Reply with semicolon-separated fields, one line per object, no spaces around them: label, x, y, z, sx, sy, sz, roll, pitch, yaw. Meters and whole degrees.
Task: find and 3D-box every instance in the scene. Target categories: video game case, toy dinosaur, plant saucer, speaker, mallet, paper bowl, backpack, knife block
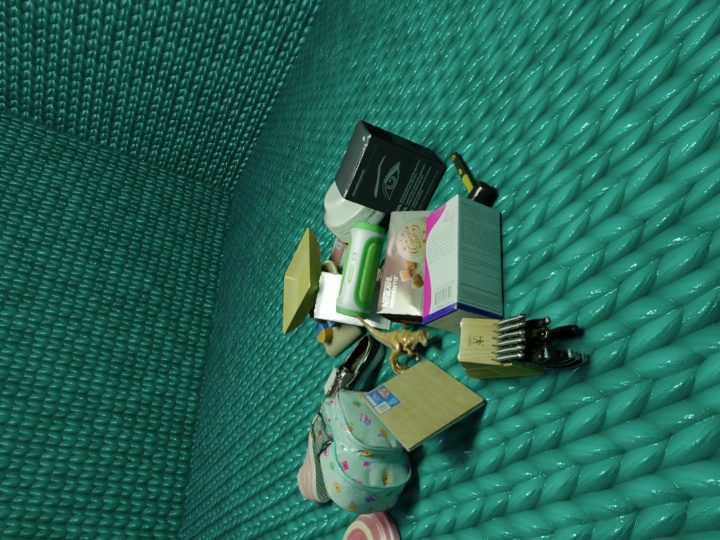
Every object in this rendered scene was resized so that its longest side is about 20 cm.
video game case;-0.025;0.025;1.362;0.199;0.017;0.147;36;111;43
toy dinosaur;0.071;0.144;1.073;0.196;0.059;0.110;0;91;46
plant saucer;-0.147;0.032;1.391;0.204;0.047;0.202;-96;29;-42
speaker;0.000;0.000;1.197;0.088;0.086;0.207;10;87;66
mallet;0.209;-0.183;1.037;0.066;0.040;0.204;-56;26;38
paper bowl;-0.014;-0.182;1.370;0.199;0.104;0.204;-36;30;24
backpack;0.008;0.331;1.000;0.155;0.171;0.204;-60;31;36
knife block;0.233;0.118;0.785;0.200;0.170;0.066;51;-134;-63
plant saucer;0.011;0.554;1.008;0.200;0.049;0.206;-44;38;49

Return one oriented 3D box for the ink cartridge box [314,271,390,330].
ink cartridge box;-0.007;0.073;1.267;0.194;0.050;0.113;8;83;23

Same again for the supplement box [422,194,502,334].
supplement box;0.173;-0.008;0.925;0.101;0.100;0.207;-34;47;56

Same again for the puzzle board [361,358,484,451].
puzzle board;0.101;0.225;0.926;0.199;0.147;0.018;25;140;66

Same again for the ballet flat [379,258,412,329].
ballet flat;0.078;0.053;1.160;0.202;0.066;0.074;-116;37;-51

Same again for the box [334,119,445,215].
box;0.061;-0.213;1.180;0.151;0.195;0.105;-62;27;23

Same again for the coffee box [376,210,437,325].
coffee box;0.108;-0.004;1.039;0.111;0.079;0.207;2;74;30

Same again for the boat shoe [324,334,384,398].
boat shoe;-0.026;0.229;1.191;0.202;0.057;0.068;-52;35;-7

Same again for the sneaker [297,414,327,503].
sneaker;-0.111;0.453;1.310;0.104;0.073;0.207;-32;51;50

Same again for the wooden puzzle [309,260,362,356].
wooden puzzle;-0.085;0.104;1.383;0.185;0.045;0.205;-46;64;51

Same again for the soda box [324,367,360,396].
soda box;-0.031;0.322;1.227;0.069;0.062;0.202;-60;27;27
